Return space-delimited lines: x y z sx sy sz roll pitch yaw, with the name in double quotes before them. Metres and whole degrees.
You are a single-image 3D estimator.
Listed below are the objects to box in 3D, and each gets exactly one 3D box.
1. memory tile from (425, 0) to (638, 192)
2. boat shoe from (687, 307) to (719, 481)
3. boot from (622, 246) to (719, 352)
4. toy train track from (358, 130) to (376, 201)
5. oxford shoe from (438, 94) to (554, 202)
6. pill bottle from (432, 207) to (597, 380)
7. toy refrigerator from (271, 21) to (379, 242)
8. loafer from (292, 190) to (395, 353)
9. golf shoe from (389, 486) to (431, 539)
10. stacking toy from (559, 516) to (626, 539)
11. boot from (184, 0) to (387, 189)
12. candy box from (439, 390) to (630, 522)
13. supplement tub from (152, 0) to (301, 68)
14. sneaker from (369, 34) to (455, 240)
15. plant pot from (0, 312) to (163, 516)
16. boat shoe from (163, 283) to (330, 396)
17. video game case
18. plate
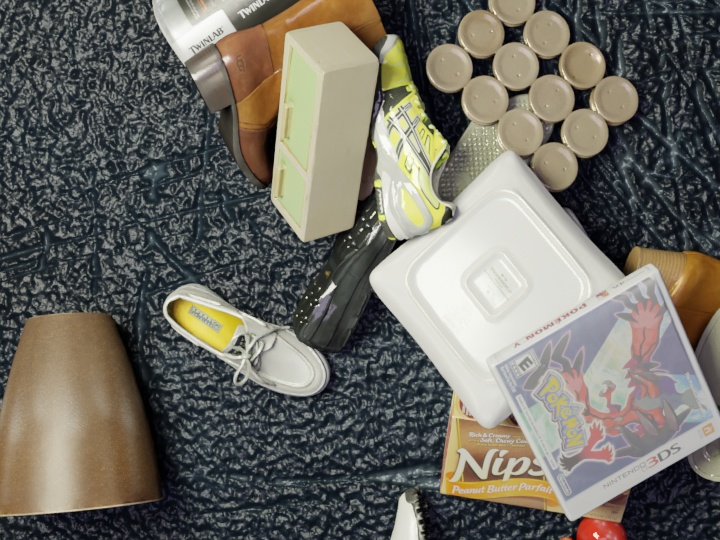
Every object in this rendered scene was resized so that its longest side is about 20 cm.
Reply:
"memory tile" 0.179 -0.193 1.082 0.200 0.017 0.154 43 80 1
"boat shoe" 0.381 0.113 1.071 0.071 0.067 0.204 20 117 35
"boot" 0.324 0.078 1.093 0.141 0.071 0.204 15 108 -7
"toy train track" -0.020 -0.147 1.125 0.197 0.033 0.117 21 105 9
"oxford shoe" 0.125 -0.108 1.102 0.075 0.058 0.200 43 84 6
"pill bottle" 0.158 0.033 1.082 0.198 0.112 0.113 -33 92 9
"toy refrigerator" -0.041 -0.133 1.031 0.069 0.076 0.202 -18 139 -27
"loafer" 0.000 0.000 1.118 0.070 0.068 0.202 23 108 -27
"golf shoe" 0.031 0.337 1.146 0.093 0.078 0.204 4 95 6
"stacking toy" 0.207 0.339 1.128 0.200 0.085 0.086 -42 91 5
"boot" -0.060 -0.192 1.069 0.198 0.069 0.190 -29 132 -5
"candy box" 0.188 0.193 1.102 0.196 0.056 0.117 9 126 6
"supplement tub" -0.104 -0.284 1.071 0.198 0.123 0.124 -32 92 9
"sneaker" 0.050 -0.134 1.038 0.075 0.075 0.204 -7 89 12
"plant pot" -0.311 0.152 1.126 0.183 0.187 0.204 -6 81 7
"boat shoe" -0.126 0.079 1.130 0.200 0.086 0.075 32 98 2
"video game case" 0.239 0.121 1.000 0.180 0.023 0.202 -30 111 1
"plate" 0.134 0.016 1.016 0.199 0.032 0.200 -41 75 7
